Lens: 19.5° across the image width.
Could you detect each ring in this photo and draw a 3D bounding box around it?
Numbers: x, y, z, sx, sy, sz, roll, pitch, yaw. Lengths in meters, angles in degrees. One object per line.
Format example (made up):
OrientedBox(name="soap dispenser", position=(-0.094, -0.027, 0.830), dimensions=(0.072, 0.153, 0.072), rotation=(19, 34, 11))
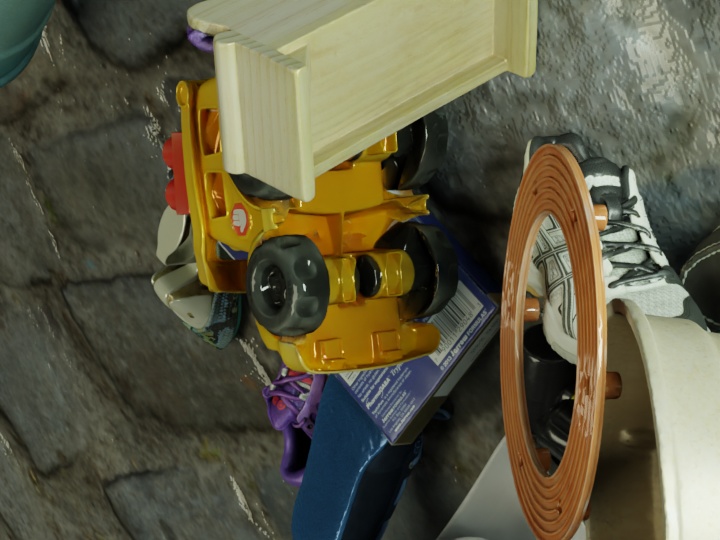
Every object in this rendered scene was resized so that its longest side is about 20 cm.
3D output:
OrientedBox(name="ring", position=(0.100, 0.037, 1.048), dimensions=(0.200, 0.019, 0.202), rotation=(180, 90, -80))

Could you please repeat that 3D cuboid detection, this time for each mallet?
OrientedBox(name="mallet", position=(0.164, 0.113, 1.246), dimensions=(0.200, 0.041, 0.066), rotation=(41, 141, 27))

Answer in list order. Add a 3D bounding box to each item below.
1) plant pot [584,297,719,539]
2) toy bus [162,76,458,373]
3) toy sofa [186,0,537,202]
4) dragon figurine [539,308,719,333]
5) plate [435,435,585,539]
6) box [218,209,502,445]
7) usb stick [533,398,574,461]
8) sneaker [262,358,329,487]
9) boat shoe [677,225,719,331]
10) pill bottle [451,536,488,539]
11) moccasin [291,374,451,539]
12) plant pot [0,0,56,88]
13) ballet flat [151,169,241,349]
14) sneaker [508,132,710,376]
OrientedBox(name="plant pot", position=(0.212, 0.112, 0.989), dimensions=(0.200, 0.182, 0.202), rotation=(179, 90, -87))
OrientedBox(name="toy bus", position=(-0.050, -0.037, 1.310), dimensions=(0.191, 0.135, 0.202), rotation=(-5, 91, 48))
OrientedBox(name="toy sofa", position=(0.002, -0.124, 1.161), dimensions=(0.097, 0.199, 0.083), rotation=(27, 134, 36))
OrientedBox(name="dragon figurine", position=(0.192, 0.065, 1.140), dimensions=(0.200, 0.059, 0.100), rotation=(49, 144, 16))
OrientedBox(name="plate", position=(0.135, 0.222, 1.368), dimensions=(0.200, 0.032, 0.200), rotation=(53, 147, 19))
OrientedBox(name="box", position=(0.000, 0.000, 1.363), dimensions=(0.200, 0.032, 0.121), rotation=(48, 115, 24))
OrientedBox(name="usb stick", position=(0.182, 0.140, 1.178), dimensions=(0.200, 0.055, 0.033), rotation=(39, 107, 24))
OrientedBox(name="sneaker", position=(-0.030, 0.070, 1.459), dimensions=(0.080, 0.083, 0.201), rotation=(29, 133, 43))
OrientedBox(name="boat shoe", position=(0.221, 0.003, 1.052), dimensions=(0.201, 0.060, 0.072), rotation=(-11, 103, 58))
OrientedBox(name="pill bottle", position=(0.021, 0.248, 1.405), dimensions=(0.200, 0.114, 0.115), rotation=(-29, 87, 51))
OrientedBox(name="moccasin", position=(0.008, 0.112, 1.430), dimensions=(0.080, 0.068, 0.201), rotation=(46, 126, 32))
OrientedBox(name="plant pot", position=(-0.281, -0.253, 1.520), dimensions=(0.196, 0.200, 0.201), rotation=(-32, 84, 51))
OrientedBox(name="ballet flat", position=(-0.125, -0.010, 1.561), dimensions=(0.074, 0.074, 0.201), rotation=(42, 143, 32))
OrientedBox(name="sneaker", position=(0.127, -0.013, 1.131), dimensions=(0.200, 0.075, 0.088), rotation=(-130, 36, -59))
